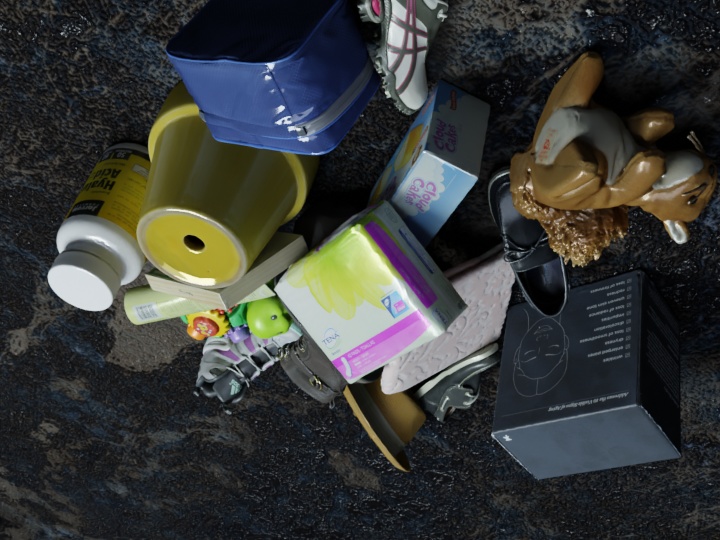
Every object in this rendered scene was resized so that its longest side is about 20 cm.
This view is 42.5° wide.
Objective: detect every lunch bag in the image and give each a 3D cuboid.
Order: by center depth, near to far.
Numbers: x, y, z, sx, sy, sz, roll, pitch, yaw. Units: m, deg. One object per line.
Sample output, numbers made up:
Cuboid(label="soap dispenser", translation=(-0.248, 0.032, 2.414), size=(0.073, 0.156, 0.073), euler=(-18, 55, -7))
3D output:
Cuboid(label="lunch bag", translation=(-0.089, -0.198, 0.932), size=(0.198, 0.136, 0.133), euler=(15, 145, 37))

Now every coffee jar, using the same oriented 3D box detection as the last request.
Cuboid(label="coffee jar", translation=(0.000, 0.000, 1.177), size=(0.104, 0.085, 0.201), euler=(32, 164, 53))

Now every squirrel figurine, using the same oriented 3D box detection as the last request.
Cuboid(label="squirrel figurine", translation=(0.264, -0.094, 0.969), size=(0.184, 0.143, 0.200), euler=(17, 147, -18))

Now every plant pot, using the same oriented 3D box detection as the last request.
Cuboid(label="plant pot", translation=(-0.162, -0.092, 1.060), size=(0.198, 0.191, 0.202), euler=(9, 140, 8))

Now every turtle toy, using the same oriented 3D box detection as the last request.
Cuboid(label="turtle toy", translation=(-0.182, 0.044, 1.293), size=(0.197, 0.102, 0.147), euler=(2, 139, 17))

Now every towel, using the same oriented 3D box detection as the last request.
Cuboid(label="towel", translation=(0.111, 0.061, 1.175), size=(0.032, 0.189, 0.201), euler=(51, 155, 31))

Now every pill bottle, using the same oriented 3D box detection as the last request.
Cuboid(label="pill bottle", translation=(-0.307, -0.053, 1.146), size=(0.110, 0.202, 0.112), euler=(9, 141, 8))

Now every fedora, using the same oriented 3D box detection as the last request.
Cuboid(label="fedora", translation=(0.041, 0.203, 1.386), size=(0.081, 0.201, 0.201), euler=(-34, 127, 2))

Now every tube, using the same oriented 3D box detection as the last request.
Cuboid(label="tube", translation=(-0.214, 0.031, 1.214), size=(0.197, 0.058, 0.053), euler=(-11, 100, 22))

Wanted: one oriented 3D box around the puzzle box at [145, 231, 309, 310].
Cuboid(label="puzzle box", translation=(-0.169, -0.009, 1.148), size=(0.199, 0.133, 0.026), euler=(10, 130, 52))

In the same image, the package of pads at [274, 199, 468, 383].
Cuboid(label="package of pads", translation=(0.003, 0.027, 1.032), size=(0.155, 0.068, 0.200), euler=(51, 140, -3))

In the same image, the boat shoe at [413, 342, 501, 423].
Cuboid(label="boat shoe", translation=(0.150, 0.161, 1.322), size=(0.068, 0.071, 0.200), euler=(56, 145, 11))

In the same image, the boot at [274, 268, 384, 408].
Cuboid(label="boot", translation=(-0.070, 0.095, 1.204), size=(0.201, 0.069, 0.174), euler=(51, 148, -7))

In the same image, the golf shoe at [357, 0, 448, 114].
Cuboid(label="golf shoe", translation=(0.050, -0.237, 0.908), size=(0.087, 0.078, 0.201), euler=(-11, 141, 9))

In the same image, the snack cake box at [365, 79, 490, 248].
Cuboid(label="snack cake box", translation=(0.066, -0.096, 1.031), size=(0.066, 0.116, 0.201), euler=(24, 140, -9))

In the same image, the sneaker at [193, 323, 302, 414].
Cuboid(label="sneaker", translation=(-0.170, 0.150, 1.380), size=(0.198, 0.141, 0.078), euler=(-19, 129, 36))

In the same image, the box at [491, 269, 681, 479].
Cuboid(label="box", translation=(0.284, 0.133, 1.155), size=(0.198, 0.198, 0.124), euler=(-19, 130, 36))

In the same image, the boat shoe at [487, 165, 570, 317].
Cuboid(label="boat shoe", translation=(0.202, -0.031, 1.080), size=(0.074, 0.063, 0.202), euler=(-16, 119, 15))
